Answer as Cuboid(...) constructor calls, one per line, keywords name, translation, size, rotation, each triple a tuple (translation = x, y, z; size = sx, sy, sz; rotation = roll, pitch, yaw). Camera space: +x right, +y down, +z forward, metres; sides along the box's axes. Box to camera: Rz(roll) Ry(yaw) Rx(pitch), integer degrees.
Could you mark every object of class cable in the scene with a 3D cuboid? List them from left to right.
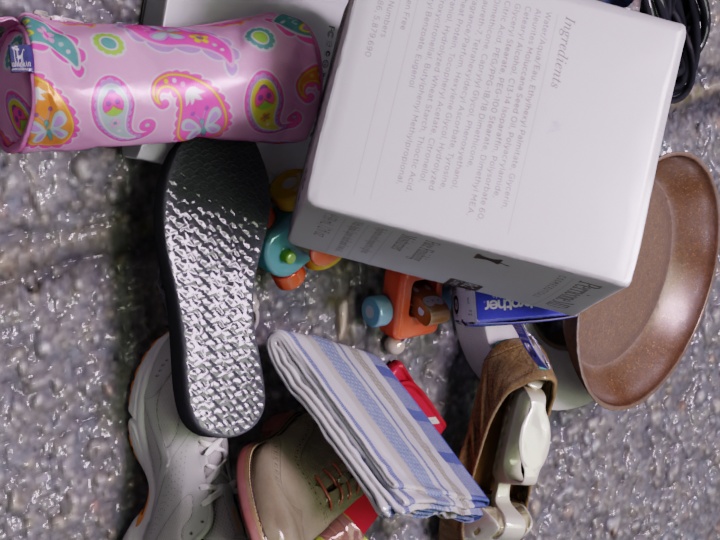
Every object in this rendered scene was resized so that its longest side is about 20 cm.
Cuboid(name="cable", translation=(0.233, -0.225, 1.543), size=(0.163, 0.051, 0.201), rotation=(-24, 112, -78))

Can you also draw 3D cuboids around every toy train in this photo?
Cuboid(name="toy train", translation=(0.000, 0.000, 1.407), size=(0.199, 0.056, 0.151), rotation=(-4, 113, -40))

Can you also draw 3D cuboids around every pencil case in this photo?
Cuboid(name="pencil case", translation=(-0.124, -0.115, 1.245), size=(0.199, 0.087, 0.088), rotation=(-3, 100, -25))

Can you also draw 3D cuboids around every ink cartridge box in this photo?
Cuboid(name="ink cartridge box", translation=(0.101, -0.032, 1.429), size=(0.076, 0.136, 0.201), rotation=(-3, 89, -3))

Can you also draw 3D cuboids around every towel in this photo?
Cuboid(name="towel", translation=(0.013, 0.106, 1.367), size=(0.024, 0.147, 0.200), rotation=(-40, 162, 11))

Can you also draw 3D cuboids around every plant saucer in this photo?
Cuboid(name="plant saucer", translation=(0.205, 0.005, 1.555), size=(0.200, 0.037, 0.201), rotation=(-27, 125, -46))

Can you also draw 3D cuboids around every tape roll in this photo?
Cuboid(name="tape roll", translation=(0.151, 0.005, 1.575), size=(0.202, 0.037, 0.204), rotation=(-9, 103, -40))

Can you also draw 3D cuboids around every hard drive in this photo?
Cuboid(name="hard drive", translation=(-0.062, -0.125, 1.365), size=(0.199, 0.026, 0.133), rotation=(9, 92, -42))

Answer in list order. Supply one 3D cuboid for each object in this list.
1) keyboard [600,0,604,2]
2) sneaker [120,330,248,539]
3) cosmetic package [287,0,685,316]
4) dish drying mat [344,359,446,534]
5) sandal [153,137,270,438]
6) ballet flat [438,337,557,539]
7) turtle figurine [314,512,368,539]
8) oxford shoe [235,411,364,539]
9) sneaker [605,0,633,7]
Cuboid(name="keyboard", translation=(0.176, -0.123, 1.503), size=(0.127, 0.021, 0.201), rotation=(-50, 143, -38))
Cuboid(name="sneaker", translation=(-0.101, 0.136, 1.333), size=(0.075, 0.092, 0.201), rotation=(1, 96, -41))
Cuboid(name="cosmetic package", translation=(0.073, -0.081, 1.270), size=(0.199, 0.165, 0.166), rotation=(15, 82, -3))
Cuboid(name="dish drying mat", translation=(-0.013, 0.161, 1.466), size=(0.200, 0.018, 0.077), rotation=(-51, 128, -23))
Cuboid(name="sandal", translation=(-0.100, 0.005, 1.309), size=(0.076, 0.043, 0.201), rotation=(3, 87, -30))
Cuboid(name="ballet flat", translation=(0.106, 0.149, 1.509), size=(0.068, 0.072, 0.201), rotation=(7, 107, -25))
Cuboid(name="turtle figurine", translation=(-0.067, 0.235, 1.359), size=(0.064, 0.200, 0.161), rotation=(36, 56, 2))
Cuboid(name="oxford shoe", translation=(-0.032, 0.133, 1.336), size=(0.200, 0.074, 0.071), rotation=(-70, 144, -69))
Cuboid(name="sneaker", translation=(0.119, -0.219, 1.497), size=(0.200, 0.075, 0.088), rotation=(22, 104, -43))
